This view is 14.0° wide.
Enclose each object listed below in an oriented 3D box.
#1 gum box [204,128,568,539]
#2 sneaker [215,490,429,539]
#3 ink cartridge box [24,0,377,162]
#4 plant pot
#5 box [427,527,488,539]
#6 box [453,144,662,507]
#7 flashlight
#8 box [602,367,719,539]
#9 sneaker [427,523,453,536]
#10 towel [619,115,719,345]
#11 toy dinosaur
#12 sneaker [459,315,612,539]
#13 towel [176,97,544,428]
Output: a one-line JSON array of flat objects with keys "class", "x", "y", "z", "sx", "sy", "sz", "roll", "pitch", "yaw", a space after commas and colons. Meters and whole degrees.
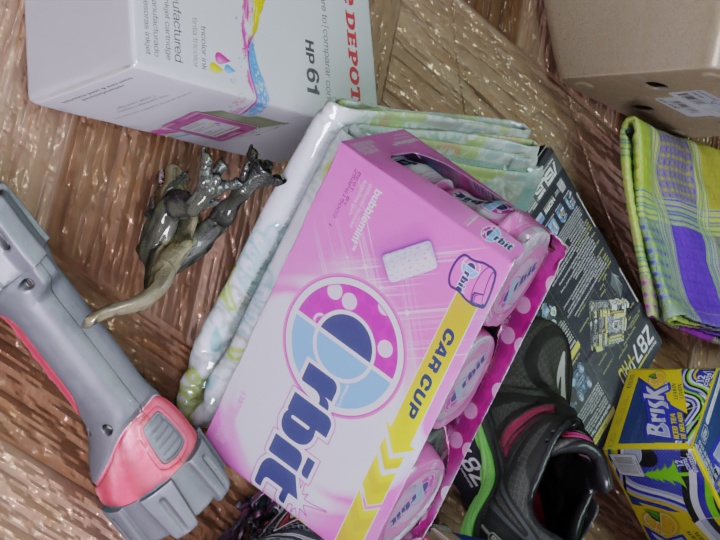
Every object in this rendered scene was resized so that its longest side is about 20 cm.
[{"class": "gum box", "x": 0.013, "y": 0.034, "z": 1.499, "sx": 0.113, "sy": 0.201, "sz": 0.066, "roll": 35, "pitch": 25, "yaw": 22}, {"class": "sneaker", "x": -0.046, "y": 0.151, "z": 1.564, "sx": 0.200, "sy": 0.081, "sz": 0.075, "roll": -17, "pitch": 72, "yaw": -57}, {"class": "ink cartridge box", "x": -0.085, "y": -0.150, "z": 1.600, "sx": 0.199, "sy": 0.084, "sz": 0.145, "roll": 12, "pitch": 69, "yaw": -50}, {"class": "plant pot", "x": 0.231, "y": -0.192, "z": 1.928, "sx": 0.199, "sy": 0.199, "sz": 0.178, "roll": 22, "pitch": 74, "yaw": -45}, {"class": "box", "x": 0.106, "y": 0.216, "z": 1.585, "sx": 0.199, "sy": 0.032, "sz": 0.122, "roll": 14, "pitch": 98, "yaw": -30}, {"class": "box", "x": 0.099, "y": 0.044, "z": 1.790, "sx": 0.162, "sy": 0.049, "sz": 0.200, "roll": 56, "pitch": 42, "yaw": -20}, {"class": "flashlight", "x": -0.147, "y": 0.048, "z": 1.481, "sx": 0.200, "sy": 0.068, "sz": 0.068, "roll": 53, "pitch": 7, "yaw": -18}, {"class": "box", "x": 0.220, "y": 0.150, "z": 1.854, "sx": 0.200, "sy": 0.064, "sz": 0.070, "roll": 61, "pitch": 39, "yaw": -40}, {"class": "sneaker", "x": 0.039, "y": 0.245, "z": 1.649, "sx": 0.100, "sy": 0.074, "sz": 0.201, "roll": 40, "pitch": 47, "yaw": -61}, {"class": "towel", "x": 0.226, "y": -0.024, "z": 1.953, "sx": 0.200, "sy": 0.023, "sz": 0.145, "roll": 15, "pitch": 64, "yaw": -61}, {"class": "toy dinosaur", "x": -0.088, "y": -0.025, "z": 1.502, "sx": 0.047, "sy": 0.088, "sz": 0.200, "roll": 44, "pitch": 17, "yaw": -8}, {"class": "sneaker", "x": 0.108, "y": 0.108, "z": 1.667, "sx": 0.077, "sy": 0.083, "sz": 0.201, "roll": 43, "pitch": 37, "yaw": -35}, {"class": "towel", "x": 0.000, "y": 0.000, "z": 1.601, "sx": 0.171, "sy": 0.201, "sz": 0.048, "roll": 5, "pitch": 29, "yaw": -47}]
